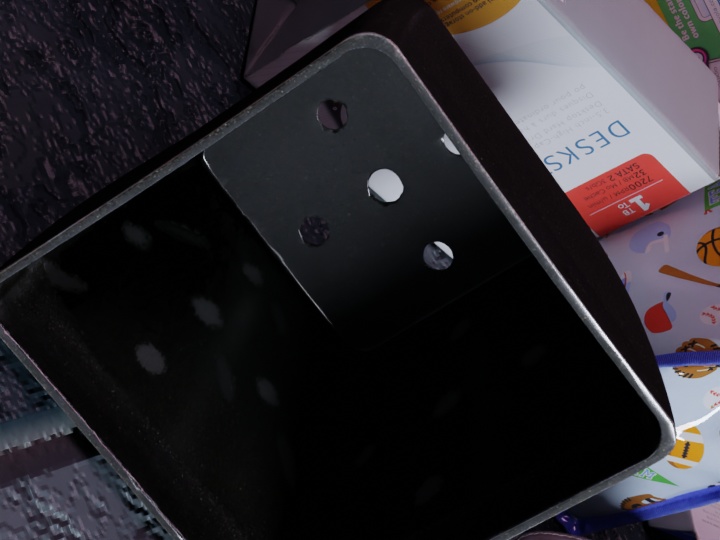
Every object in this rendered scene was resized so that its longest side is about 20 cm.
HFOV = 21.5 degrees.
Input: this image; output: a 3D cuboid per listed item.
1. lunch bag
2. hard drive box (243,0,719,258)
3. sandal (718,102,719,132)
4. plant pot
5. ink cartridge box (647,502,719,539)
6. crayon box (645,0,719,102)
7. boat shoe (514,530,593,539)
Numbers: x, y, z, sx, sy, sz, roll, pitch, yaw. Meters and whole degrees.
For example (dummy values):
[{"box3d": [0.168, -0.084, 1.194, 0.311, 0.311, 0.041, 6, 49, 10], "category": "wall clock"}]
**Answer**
[{"box3d": [0.182, 0.032, 0.983, 0.124, 0.199, 0.170, 46, 43, -23], "category": "lunch bag"}, {"box3d": [0.066, -0.099, 0.973, 0.200, 0.155, 0.077, 38, 40, -32], "category": "hard drive box"}, {"box3d": [0.149, -0.106, 1.080, 0.050, 0.083, 0.202, -32, 52, -31], "category": "sandal"}, {"box3d": [0.000, 0.000, 0.792, 0.200, 0.199, 0.178, 52, 24, -15], "category": "plant pot"}, {"box3d": [0.199, 0.105, 1.123, 0.095, 0.037, 0.201, 26, 46, -44], "category": "ink cartridge box"}, {"box3d": [0.277, -0.168, 1.297, 0.058, 0.172, 0.201, 23, 42, -85], "category": "crayon box"}, {"box3d": [0.142, 0.177, 0.969, 0.199, 0.072, 0.065, 25, 23, -27], "category": "boat shoe"}]
